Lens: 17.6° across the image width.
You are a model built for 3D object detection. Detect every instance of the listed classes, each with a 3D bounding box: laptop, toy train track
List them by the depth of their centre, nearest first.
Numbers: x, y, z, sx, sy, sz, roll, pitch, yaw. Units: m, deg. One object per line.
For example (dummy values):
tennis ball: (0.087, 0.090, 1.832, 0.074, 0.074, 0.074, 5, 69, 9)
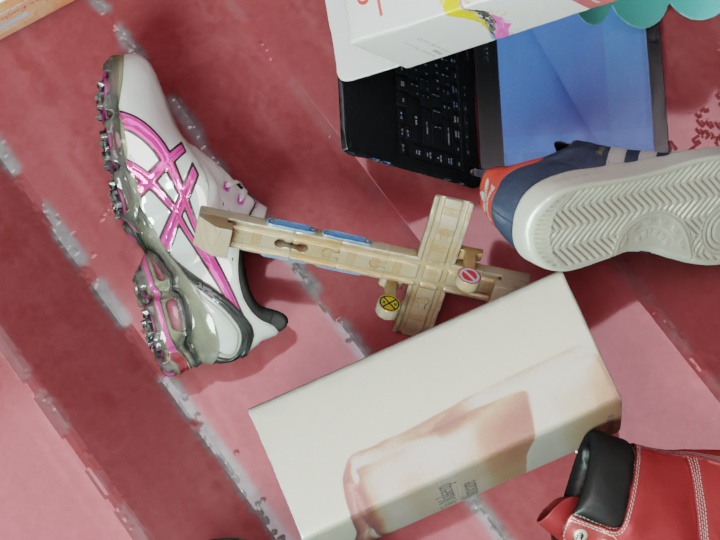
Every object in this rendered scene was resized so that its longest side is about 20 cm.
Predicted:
toy train track: (0.000, 0.000, 1.369, 0.199, 0.115, 0.033, 12, 43, -4)
laptop: (0.085, -0.148, 1.411, 0.103, 0.200, 0.178, -15, 72, 39)

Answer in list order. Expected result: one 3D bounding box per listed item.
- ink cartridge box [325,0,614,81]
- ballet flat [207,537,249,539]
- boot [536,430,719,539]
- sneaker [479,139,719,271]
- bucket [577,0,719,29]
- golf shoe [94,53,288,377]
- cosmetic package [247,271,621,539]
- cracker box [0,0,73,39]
ink cartridge box: (0.051, -0.188, 1.296, 0.199, 0.067, 0.117, -16, 75, 27)
ballet flat: (-0.012, 0.211, 1.352, 0.200, 0.067, 0.057, 25, 63, 8)
boot: (0.165, 0.194, 1.320, 0.144, 0.072, 0.201, 10, 69, -14)
sneaker: (0.160, -0.047, 1.380, 0.199, 0.084, 0.075, -2, 112, -32)
bucket: (0.195, -0.242, 1.373, 0.206, 0.207, 0.135, -13, 76, 2)
golf shoe: (-0.106, -0.040, 1.424, 0.092, 0.073, 0.201, -15, 86, -7)
cosmetic package: (0.046, 0.088, 1.361, 0.199, 0.103, 0.087, -24, 75, 0)
cracker box: (-0.268, -0.242, 1.488, 0.134, 0.058, 0.200, -28, 77, -1)
